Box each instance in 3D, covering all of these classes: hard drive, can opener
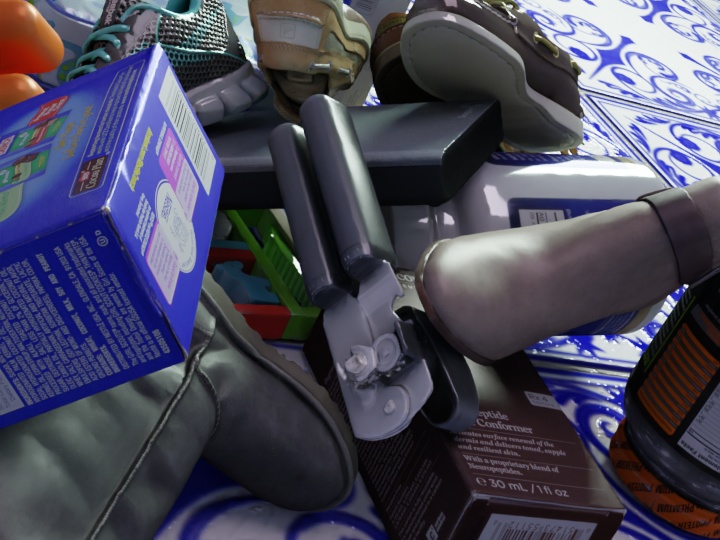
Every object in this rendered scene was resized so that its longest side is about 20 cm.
[{"bbox_3d":[-0.025,-0.070,0.892,0.198,0.033,0.140,0,19,20],"label":"hard drive"},{"bbox_3d":[0.000,0.000,0.760,0.066,0.053,0.201,19,42,-47],"label":"can opener"}]

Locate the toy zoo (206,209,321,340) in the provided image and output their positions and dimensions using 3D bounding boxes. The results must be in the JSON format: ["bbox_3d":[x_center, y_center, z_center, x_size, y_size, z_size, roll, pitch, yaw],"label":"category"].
[{"bbox_3d":[-0.113,-0.009,0.875,0.199,0.021,0.131,5,34,-37],"label":"toy zoo"}]

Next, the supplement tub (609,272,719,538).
[{"bbox_3d":[0.238,0.054,0.879,0.122,0.201,0.123,22,28,-12],"label":"supplement tub"}]

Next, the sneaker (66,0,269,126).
[{"bbox_3d":[-0.143,-0.115,0.874,0.077,0.092,0.200,-9,17,40],"label":"sneaker"}]

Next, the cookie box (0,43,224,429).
[{"bbox_3d":[-0.166,0.000,0.618,0.172,0.199,0.076,-90,157,-62],"label":"cookie box"}]

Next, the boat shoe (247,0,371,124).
[{"bbox_3d":[-0.036,-0.126,0.902,0.071,0.077,0.200,3,-4,10],"label":"boat shoe"}]

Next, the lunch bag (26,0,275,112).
[{"bbox_3d":[-0.139,-0.159,1.042,0.198,0.083,0.161,13,30,-20],"label":"lunch bag"}]

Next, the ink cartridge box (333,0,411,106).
[{"bbox_3d":[-0.010,-0.176,1.067,0.044,0.201,0.094,15,28,-21],"label":"ink cartridge box"}]

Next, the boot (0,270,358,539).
[{"bbox_3d":[-0.089,0.098,0.643,0.182,0.072,0.200,46,31,-17],"label":"boot"}]

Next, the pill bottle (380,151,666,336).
[{"bbox_3d":[0.091,-0.016,0.953,0.198,0.120,0.120,0,35,-24],"label":"pill bottle"}]

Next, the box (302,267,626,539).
[{"bbox_3d":[0.051,0.083,0.803,0.099,0.075,0.200,10,29,-29],"label":"box"}]

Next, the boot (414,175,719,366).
[{"bbox_3d":[0.124,-0.008,0.772,0.200,0.145,0.071,-2,71,-69],"label":"boot"}]

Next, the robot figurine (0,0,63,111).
[{"bbox_3d":[-0.255,-0.094,0.756,0.198,0.145,0.117,-2,29,4],"label":"robot figurine"}]

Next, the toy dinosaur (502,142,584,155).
[{"bbox_3d":[0.096,-0.088,1.074,0.060,0.106,0.201,-40,104,-41],"label":"toy dinosaur"}]

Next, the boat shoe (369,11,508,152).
[{"bbox_3d":[0.065,-0.091,1.022,0.071,0.201,0.068,-19,39,8],"label":"boat shoe"}]

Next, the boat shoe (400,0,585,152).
[{"bbox_3d":[0.086,-0.134,0.929,0.071,0.060,0.200,-5,-18,33],"label":"boat shoe"}]
